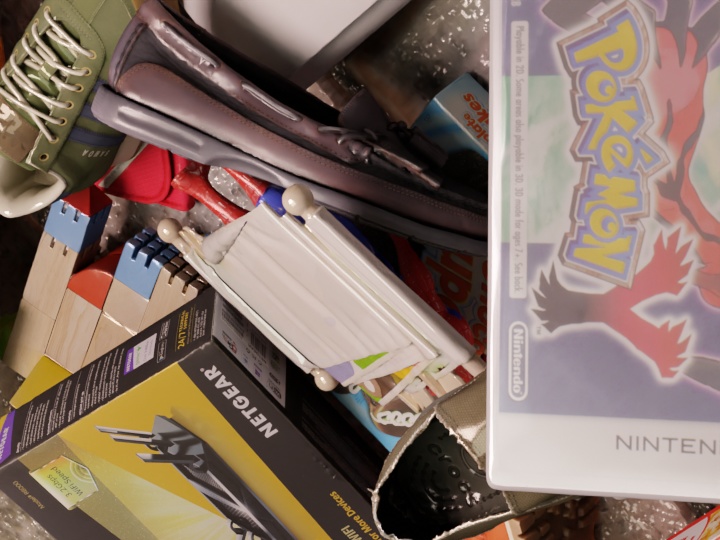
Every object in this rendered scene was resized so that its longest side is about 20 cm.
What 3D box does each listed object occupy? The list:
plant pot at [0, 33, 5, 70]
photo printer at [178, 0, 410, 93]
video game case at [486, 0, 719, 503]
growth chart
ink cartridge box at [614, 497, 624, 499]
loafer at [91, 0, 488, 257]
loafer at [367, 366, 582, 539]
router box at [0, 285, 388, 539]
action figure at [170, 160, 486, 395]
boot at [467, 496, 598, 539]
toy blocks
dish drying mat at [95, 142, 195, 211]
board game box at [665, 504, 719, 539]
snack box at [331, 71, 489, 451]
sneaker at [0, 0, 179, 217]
[{"bbox_3d":[-0.279,-0.138,0.924,0.199,0.200,0.143,18,99,28],"label":"plant pot"},{"bbox_3d":[-0.023,-0.190,0.752,0.167,0.069,0.200,53,136,-4],"label":"photo printer"},{"bbox_3d":[0.131,-0.023,0.551,0.181,0.023,0.202,1,93,18],"label":"video game case"},{"bbox_3d":[-0.018,0.019,0.792,0.145,0.018,0.200,45,160,-14],"label":"growth chart"},{"bbox_3d":[0.186,0.005,0.666,0.199,0.144,0.084,-23,100,44],"label":"ink cartridge box"},{"bbox_3d":[-0.021,-0.064,0.763,0.198,0.072,0.063,20,97,-3],"label":"loafer"},{"bbox_3d":[0.073,0.061,0.639,0.075,0.070,0.200,50,135,3],"label":"loafer"},{"bbox_3d":[-0.080,0.123,0.930,0.157,0.052,0.200,-31,120,20],"label":"router box"},{"bbox_3d":[0.000,0.000,0.823,0.200,0.052,0.065,42,141,3],"label":"action figure"},{"bbox_3d":[0.074,0.140,0.898,0.107,0.075,0.201,11,125,38],"label":"boot"},{"bbox_3d":[-0.118,0.032,0.968,0.199,0.100,0.137,33,123,11],"label":"toy blocks"},{"bbox_3d":[-0.133,-0.128,0.915,0.076,0.018,0.201,16,127,31],"label":"dish drying mat"},{"bbox_3d":[0.228,0.174,0.815,0.152,0.046,0.200,47,135,3],"label":"board game box"},{"bbox_3d":[0.038,0.006,0.858,0.116,0.037,0.200,44,135,5],"label":"snack box"},{"bbox_3d":[-0.149,-0.088,0.845,0.067,0.090,0.200,48,153,9],"label":"sneaker"}]
